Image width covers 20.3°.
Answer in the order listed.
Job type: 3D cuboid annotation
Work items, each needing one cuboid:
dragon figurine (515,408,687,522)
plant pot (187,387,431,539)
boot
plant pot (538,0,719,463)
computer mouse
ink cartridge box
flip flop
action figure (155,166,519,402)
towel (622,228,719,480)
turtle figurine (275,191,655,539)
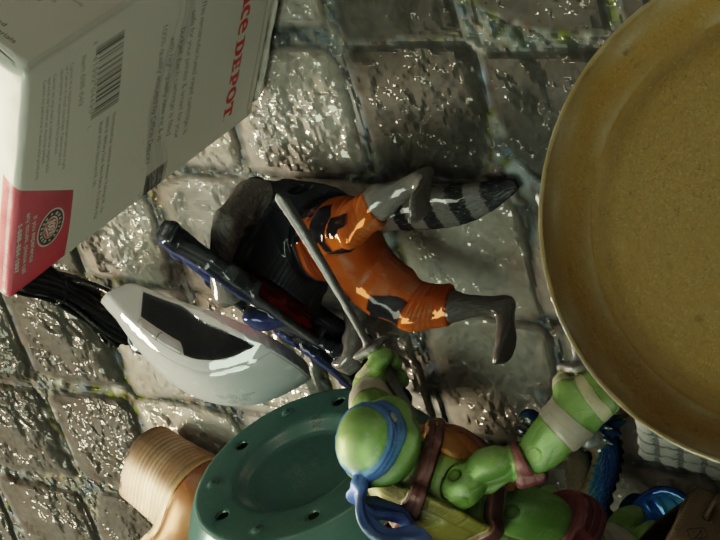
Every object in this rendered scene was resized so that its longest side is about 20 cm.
[{"bbox_3d":[0.157,0.149,1.056,0.199,0.100,0.059,36,162,-2],"label":"dragon figurine"},{"bbox_3d":[-0.002,0.163,1.090,0.199,0.201,0.162,0,127,38],"label":"plant pot"},{"bbox_3d":[-0.090,0.212,1.283,0.155,0.076,0.202,34,125,34],"label":"boot"},{"bbox_3d":[0.168,-0.022,0.784,0.198,0.027,0.202,-2,84,21],"label":"plant pot"},{"bbox_3d":[-0.117,0.040,1.165,0.199,0.044,0.110,18,165,36],"label":"computer mouse"},{"bbox_3d":[-0.130,-0.106,0.989,0.084,0.200,0.146,33,137,19],"label":"ink cartridge box"},{"bbox_3d":[0.143,0.129,0.909,0.081,0.198,0.058,121,141,-66],"label":"flip flop"},{"bbox_3d":[0.000,0.000,1.078,0.192,0.105,0.200,7,156,41],"label":"action figure"},{"bbox_3d":[0.206,0.034,0.887,0.164,0.086,0.200,15,157,19],"label":"towel"},{"bbox_3d":[0.067,0.066,0.948,0.143,0.202,0.194,-21,141,23],"label":"turtle figurine"}]
